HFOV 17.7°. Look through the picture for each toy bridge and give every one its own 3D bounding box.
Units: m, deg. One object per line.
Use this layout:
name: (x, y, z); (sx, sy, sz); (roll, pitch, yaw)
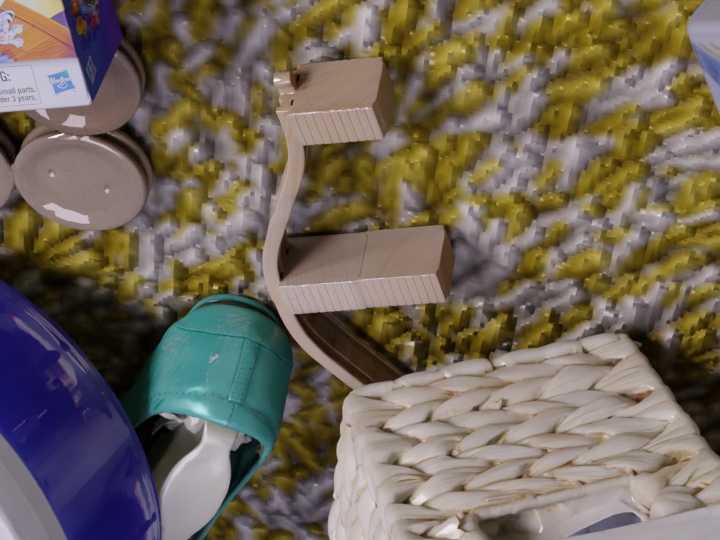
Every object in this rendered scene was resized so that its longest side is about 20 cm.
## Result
toy bridge: (0.000, 0.000, 0.846); (0.067, 0.027, 0.200); (-4, 137, 18)

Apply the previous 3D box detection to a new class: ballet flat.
ballet flat: (-0.085, 0.090, 0.930); (0.067, 0.071, 0.200); (21, 137, -12)

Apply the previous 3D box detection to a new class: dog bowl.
dog bowl: (-0.178, 0.089, 0.893); (0.200, 0.079, 0.201); (18, 129, 23)

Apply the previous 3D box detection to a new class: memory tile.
memory tile: (-0.172, -0.076, 0.810); (0.199, 0.017, 0.154); (6, 138, 5)

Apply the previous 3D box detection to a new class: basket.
basket: (0.060, 0.137, 0.869); (0.135, 0.124, 0.200); (-11, 133, -16)

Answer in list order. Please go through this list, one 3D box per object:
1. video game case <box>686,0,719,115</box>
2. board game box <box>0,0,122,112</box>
video game case: (0.215, -0.008, 0.720); (0.200, 0.022, 0.183); (6, 134, 44)
board game box: (-0.189, -0.113, 0.730); (0.199, 0.045, 0.135); (-4, 125, 13)
